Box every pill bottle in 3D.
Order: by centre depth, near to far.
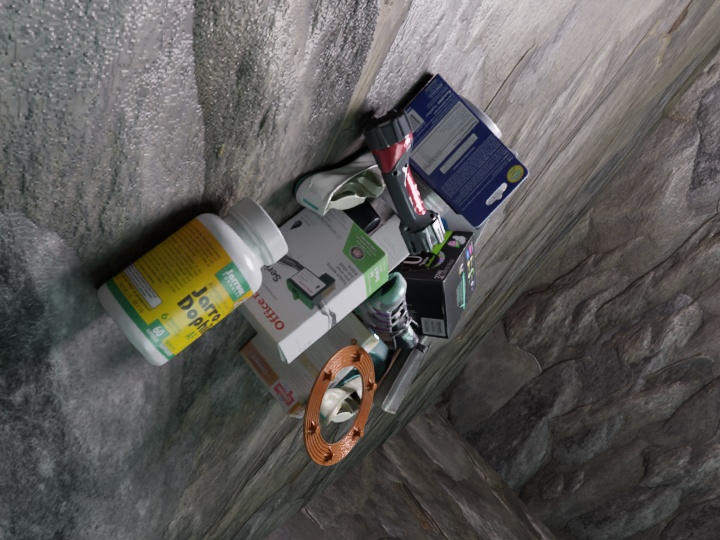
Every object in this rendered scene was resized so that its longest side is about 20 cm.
[{"bbox_3d":[-0.186,0.006,0.676,0.200,0.113,0.113,-39,159,-16],"label":"pill bottle"},{"bbox_3d":[0.124,-0.171,0.939,0.200,0.114,0.114,-48,160,9],"label":"pill bottle"}]

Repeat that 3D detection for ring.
[{"bbox_3d":[-0.027,0.224,0.966,0.200,0.019,0.203,-24,119,-54],"label":"ring"}]

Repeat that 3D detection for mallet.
[{"bbox_3d":[-0.046,-0.050,0.966,0.041,0.066,0.200,-19,162,-50],"label":"mallet"}]

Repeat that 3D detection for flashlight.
[{"bbox_3d":[0.069,-0.124,0.832,0.067,0.201,0.068,-10,-149,31],"label":"flashlight"}]

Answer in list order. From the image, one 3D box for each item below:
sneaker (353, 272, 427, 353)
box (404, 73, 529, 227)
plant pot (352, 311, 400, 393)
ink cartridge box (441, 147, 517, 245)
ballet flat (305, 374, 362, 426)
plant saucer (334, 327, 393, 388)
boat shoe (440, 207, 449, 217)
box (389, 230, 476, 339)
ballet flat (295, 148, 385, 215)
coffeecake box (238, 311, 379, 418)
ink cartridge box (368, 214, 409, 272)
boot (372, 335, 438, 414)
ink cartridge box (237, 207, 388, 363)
[{"bbox_3d":[0.065,0.083,0.966,0.078,0.140,0.200,-41,-178,-13],"label":"sneaker"},{"bbox_3d":[0.140,-0.172,0.863,0.121,0.200,0.032,-46,-173,3],"label":"box"},{"bbox_3d":[0.026,0.153,1.262,0.186,0.187,0.201,-37,158,-21],"label":"plant pot"},{"bbox_3d":[0.205,-0.152,1.110,0.201,0.115,0.067,107,8,-51],"label":"ink cartridge box"},{"bbox_3d":[-0.030,0.239,1.050,0.068,0.062,0.200,-54,159,18],"label":"ballet flat"},{"bbox_3d":[-0.024,0.194,1.149,0.198,0.036,0.201,-12,134,-12],"label":"plant saucer"},{"bbox_3d":[0.138,-0.143,1.058,0.070,0.066,0.200,-59,-175,-32],"label":"boat shoe"},{"bbox_3d":[0.126,0.018,1.113,0.200,0.147,0.125,-50,138,-51],"label":"box"},{"bbox_3d":[-0.005,-0.125,0.847,0.199,0.069,0.070,-29,155,-38],"label":"ballet flat"},{"bbox_3d":[-0.092,0.138,1.050,0.200,0.154,0.073,-43,159,-3],"label":"coffeecake box"},{"bbox_3d":[0.000,0.000,0.967,0.200,0.068,0.116,-41,-179,1],"label":"ink cartridge box"},{"bbox_3d":[0.101,0.189,1.187,0.202,0.072,0.182,-69,158,-3],"label":"boot"},{"bbox_3d":[-0.080,0.010,0.843,0.200,0.146,0.085,-40,158,-16],"label":"ink cartridge box"}]
